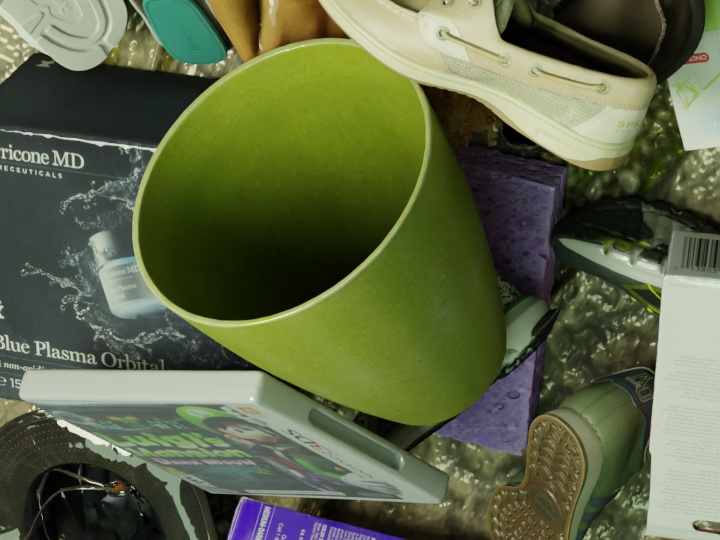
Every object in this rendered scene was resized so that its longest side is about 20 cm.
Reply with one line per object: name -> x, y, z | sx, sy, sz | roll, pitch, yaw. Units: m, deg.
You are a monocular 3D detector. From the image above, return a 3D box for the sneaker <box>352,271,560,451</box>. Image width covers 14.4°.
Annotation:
sneaker -> 0.033, 0.055, 1.770 | 0.200, 0.077, 0.089 | -41, 83, 29

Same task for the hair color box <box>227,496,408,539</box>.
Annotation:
hair color box -> 0.008, 0.221, 1.860 | 0.200, 0.065, 0.109 | 13, 148, 4

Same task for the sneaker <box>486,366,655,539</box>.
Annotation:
sneaker -> 0.144, 0.125, 1.789 | 0.067, 0.090, 0.200 | 49, 155, 18

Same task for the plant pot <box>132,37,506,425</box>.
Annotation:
plant pot -> 0.000, 0.000, 1.625 | 0.187, 0.187, 0.200 | -11, 144, 25

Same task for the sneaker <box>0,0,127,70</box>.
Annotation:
sneaker -> -0.225, -0.204, 1.723 | 0.076, 0.080, 0.200 | -40, 121, -8

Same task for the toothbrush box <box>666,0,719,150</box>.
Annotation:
toothbrush box -> 0.235, -0.180, 1.584 | 0.145, 0.086, 0.200 | -6, 116, 24

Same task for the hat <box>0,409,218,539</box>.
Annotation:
hat -> -0.171, 0.172, 1.931 | 0.200, 0.081, 0.201 | 5, 110, 15

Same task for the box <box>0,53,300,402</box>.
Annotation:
box -> -0.135, -0.016, 1.793 | 0.196, 0.117, 0.200 | 7, 118, 17

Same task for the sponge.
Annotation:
sponge -> 0.064, 0.015, 1.786 | 0.111, 0.030, 0.200 | 14, 122, 15

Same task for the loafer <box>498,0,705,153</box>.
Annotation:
loafer -> 0.130, -0.118, 1.583 | 0.073, 0.071, 0.200 | 52, 152, 17

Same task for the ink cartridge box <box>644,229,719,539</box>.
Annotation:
ink cartridge box -> 0.227, 0.074, 1.675 | 0.109, 0.050, 0.200 | 7, 128, 8

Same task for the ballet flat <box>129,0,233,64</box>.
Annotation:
ballet flat -> -0.114, -0.187, 1.670 | 0.069, 0.070, 0.200 | 12, 163, 15

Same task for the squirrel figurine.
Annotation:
squirrel figurine -> 0.028, -0.169, 1.660 | 0.186, 0.142, 0.200 | -17, 124, 16

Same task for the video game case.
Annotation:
video game case -> -0.077, 0.101, 1.716 | 0.200, 0.023, 0.182 | -1, 157, 41

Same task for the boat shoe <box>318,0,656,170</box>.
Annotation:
boat shoe -> 0.068, -0.130, 1.537 | 0.200, 0.072, 0.065 | 32, 125, 14

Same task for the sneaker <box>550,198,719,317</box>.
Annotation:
sneaker -> 0.205, 0.023, 1.710 | 0.200, 0.074, 0.085 | 20, 122, 10
